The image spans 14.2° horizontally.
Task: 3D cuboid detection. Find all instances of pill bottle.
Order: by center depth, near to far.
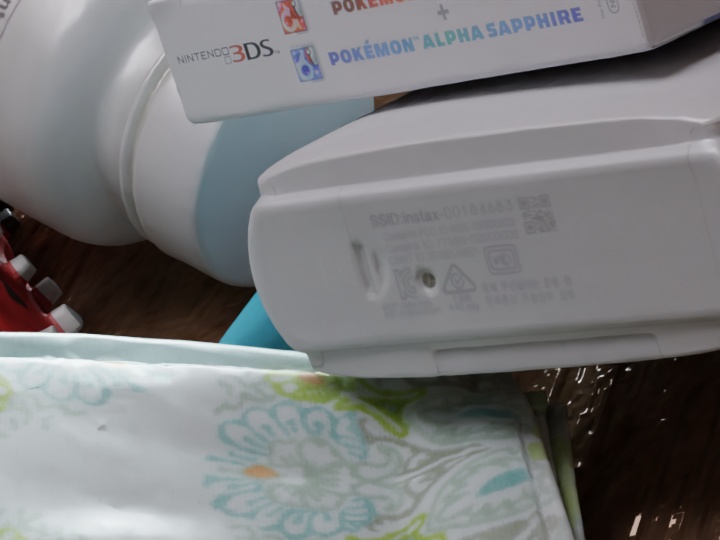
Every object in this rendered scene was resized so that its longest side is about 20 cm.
[{"bbox_3d":[-0.097,-0.073,1.013,0.200,0.115,0.114,28,62,34],"label":"pill bottle"}]

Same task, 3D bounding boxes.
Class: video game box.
[{"bbox_3d":[0.070,-0.098,0.835,0.182,0.047,0.200,-2,17,46],"label":"video game box"}]

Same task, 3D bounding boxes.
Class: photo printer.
[{"bbox_3d":[0.089,-0.036,0.804,0.166,0.070,0.200,-6,16,40],"label":"photo printer"}]

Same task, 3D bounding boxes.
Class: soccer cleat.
[{"bbox_3d":[-0.157,0.014,1.045,0.085,0.069,0.200,-42,25,1],"label":"soccer cleat"}]

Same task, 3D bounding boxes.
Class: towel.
[{"bbox_3d":[-0.036,0.078,0.742,0.199,0.048,0.171,0,30,-5],"label":"towel"}]

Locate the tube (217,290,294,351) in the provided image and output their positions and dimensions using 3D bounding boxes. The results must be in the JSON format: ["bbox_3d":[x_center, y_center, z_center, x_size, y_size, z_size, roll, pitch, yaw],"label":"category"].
[{"bbox_3d":[0.000,0.000,0.901,0.050,0.078,0.200,21,52,26],"label":"tube"}]
